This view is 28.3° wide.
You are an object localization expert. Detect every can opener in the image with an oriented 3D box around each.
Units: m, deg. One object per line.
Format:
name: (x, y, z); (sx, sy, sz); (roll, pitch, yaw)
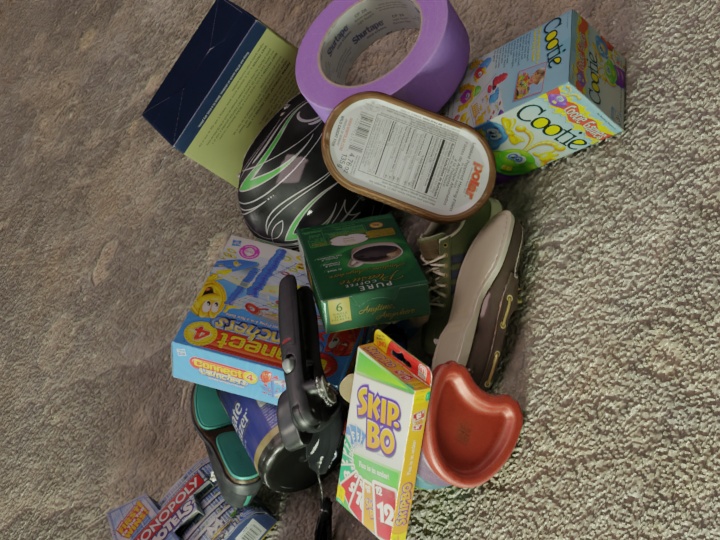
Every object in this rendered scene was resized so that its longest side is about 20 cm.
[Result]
can opener: (-0.066, 0.089, 1.511); (0.078, 0.063, 0.202); (-21, 54, 21)

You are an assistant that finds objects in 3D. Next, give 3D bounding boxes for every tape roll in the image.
tape roll: (0.025, -0.247, 1.648); (0.198, 0.066, 0.202); (-17, 50, 21)

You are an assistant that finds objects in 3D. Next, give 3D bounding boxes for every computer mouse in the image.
computer mouse: (-0.035, 0.226, 1.553); (0.033, 0.203, 0.059); (4, 21, 14)

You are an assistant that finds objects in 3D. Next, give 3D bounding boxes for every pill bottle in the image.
pill bottle: (-0.103, 0.150, 1.668); (0.112, 0.111, 0.201); (-47, 49, 15)

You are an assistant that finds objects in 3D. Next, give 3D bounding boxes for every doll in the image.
doll: (0.026, 0.094, 1.562); (0.137, 0.048, 0.200); (-51, 0, 9)

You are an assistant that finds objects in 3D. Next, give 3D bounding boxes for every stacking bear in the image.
stacking bear: (0.056, 0.172, 1.504); (0.199, 0.121, 0.115); (-12, 51, 56)

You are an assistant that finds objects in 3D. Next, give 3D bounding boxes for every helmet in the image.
helmet: (-0.056, -0.104, 1.758); (0.192, 0.200, 0.199); (-54, 36, -4)

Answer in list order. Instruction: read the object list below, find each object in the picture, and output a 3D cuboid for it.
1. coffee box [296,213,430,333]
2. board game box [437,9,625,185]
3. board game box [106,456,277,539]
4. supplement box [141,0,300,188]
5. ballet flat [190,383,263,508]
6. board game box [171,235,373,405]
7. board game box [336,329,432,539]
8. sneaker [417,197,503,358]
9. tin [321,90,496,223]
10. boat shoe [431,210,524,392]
coffee box: (0.000, 0.000, 1.595); (0.121, 0.045, 0.200); (-10, 25, -8)
board game box: (0.185, -0.185, 1.593); (0.199, 0.103, 0.106); (-22, 48, 40)
board game box: (-0.224, 0.318, 1.737); (0.200, 0.062, 0.199); (-48, 37, -5)
supplement box: (-0.148, -0.223, 1.936); (0.201, 0.199, 0.134); (-55, 36, 5)
ballet flat: (-0.164, 0.207, 1.720); (0.073, 0.073, 0.201); (-46, 40, 17)
board game box: (-0.092, 0.061, 1.639); (0.197, 0.197, 0.056); (-67, -13, -47)
board game box: (0.023, 0.168, 1.432); (0.095, 0.030, 0.203); (34, 123, 44)
sneaker: (0.091, -0.007, 1.592); (0.067, 0.089, 0.203); (1, 67, 49)
tin: (0.052, -0.122, 1.544); (0.042, 0.197, 0.113); (-68, -2, -84)
boat shoe: (0.138, 0.036, 1.535); (0.072, 0.059, 0.202); (-11, 56, 61)
